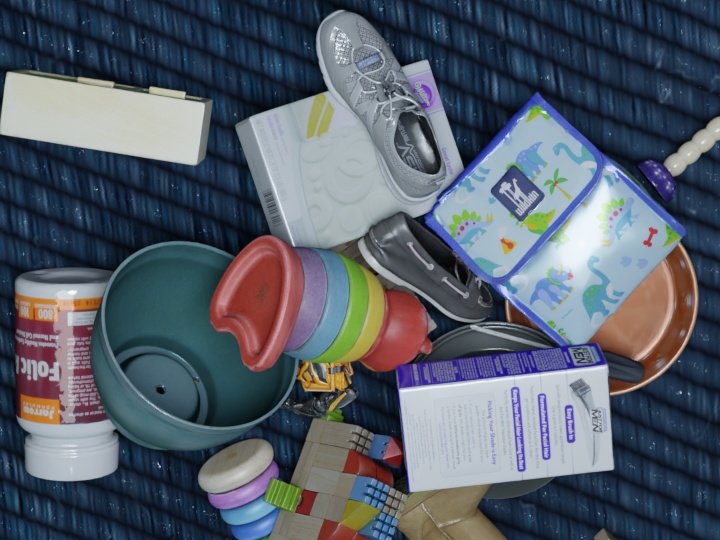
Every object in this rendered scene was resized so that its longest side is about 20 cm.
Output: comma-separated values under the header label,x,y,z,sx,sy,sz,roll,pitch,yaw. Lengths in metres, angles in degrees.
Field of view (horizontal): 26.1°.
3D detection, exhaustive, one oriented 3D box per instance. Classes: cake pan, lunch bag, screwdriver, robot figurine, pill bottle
label,x,y,z,sx,sy,sz,roll,pitch,yaw
cake pan,0.138,0.152,1.601,0.198,0.037,0.202,2,112,4
lunch bag,0.187,-0.047,1.510,0.200,0.127,0.170,42,98,-6
screwdriver,0.199,0.082,1.554,0.199,0.029,0.028,14,116,-24
robot figurine,-0.091,0.081,1.585,0.198,0.058,0.146,1,100,19
pill bottle,-0.295,0.104,1.582,0.113,0.114,0.202,1,99,1

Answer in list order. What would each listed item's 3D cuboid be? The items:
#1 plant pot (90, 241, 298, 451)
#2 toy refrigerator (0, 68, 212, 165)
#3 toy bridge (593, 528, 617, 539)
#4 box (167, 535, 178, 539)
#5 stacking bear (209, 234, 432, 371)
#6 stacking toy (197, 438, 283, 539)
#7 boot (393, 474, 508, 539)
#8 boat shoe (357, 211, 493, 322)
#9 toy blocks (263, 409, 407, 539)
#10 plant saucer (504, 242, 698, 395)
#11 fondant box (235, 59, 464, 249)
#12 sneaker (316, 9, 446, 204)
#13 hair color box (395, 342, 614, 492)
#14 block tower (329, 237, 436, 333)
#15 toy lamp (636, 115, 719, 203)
label,x,y,z,sx,sy,sz,roll,pitch,yaw
plant pot,-0.177,0.093,1.499,0.200,0.201,0.134,36,136,-5
toy refrigerator,-0.253,-0.158,1.558,0.198,0.076,0.071,10,99,0
toy bridge,0.199,0.358,1.639,0.200,0.067,0.027,-43,103,7
box,-0.199,0.411,1.664,0.158,0.048,0.200,-38,97,6
stacking bear,-0.021,0.043,1.467,0.199,0.121,0.114,16,107,-37
stacking toy,-0.094,0.281,1.634,0.085,0.085,0.201,-23,105,5
boot,0.137,0.271,1.599,0.175,0.066,0.200,-32,108,25
boat shoe,0.081,-0.002,1.534,0.057,0.067,0.199,-41,139,22
toy blocks,-0.014,0.234,1.562,0.100,0.136,0.201,31,72,-36
plant saucer,0.248,0.029,1.603,0.198,0.032,0.202,0,100,1
fondant box,-0.006,-0.109,1.529,0.199,0.058,0.145,-20,93,-21
sneaker,0.031,-0.162,1.472,0.074,0.082,0.201,-33,96,-19
hair color box,0.137,0.139,1.476,0.198,0.065,0.110,-6,109,2
block tower,0.000,0.000,1.583,0.054,0.058,0.201,-36,99,-19
toy lamp,0.369,-0.152,1.560,0.200,0.058,0.058,-39,97,7
